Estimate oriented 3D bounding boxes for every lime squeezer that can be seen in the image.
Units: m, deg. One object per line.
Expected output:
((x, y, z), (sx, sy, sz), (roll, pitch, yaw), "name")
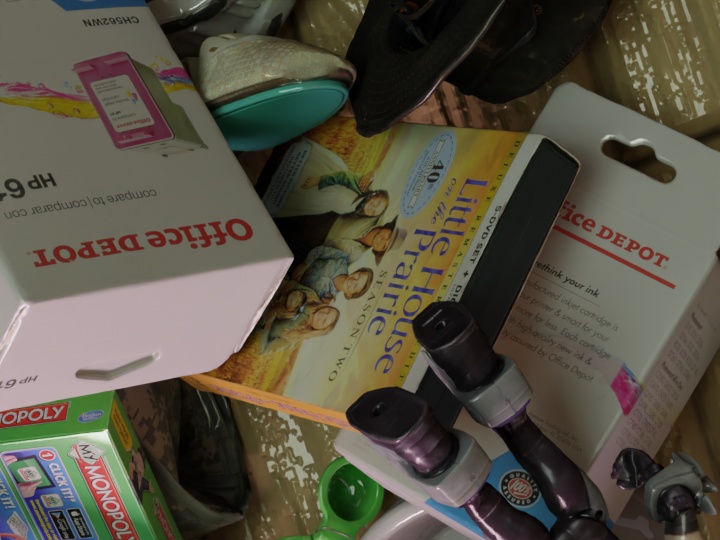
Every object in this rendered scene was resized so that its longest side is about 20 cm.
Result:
((-0.016, 0.115, 1.174), (0.038, 0.071, 0.200), (31, 111, -12), "lime squeezer")

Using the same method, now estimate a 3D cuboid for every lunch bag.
((-0.169, 0.075, 1.209), (0.164, 0.118, 0.200), (-24, 116, 24), "lunch bag")

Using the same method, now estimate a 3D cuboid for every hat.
((0.071, -0.138, 1.078), (0.081, 0.201, 0.201), (25, 110, -17), "hat")

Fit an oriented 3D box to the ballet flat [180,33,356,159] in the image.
((-0.072, -0.082, 1.148), (0.200, 0.067, 0.063), (-29, 65, 51), "ballet flat")

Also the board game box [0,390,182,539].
((-0.156, 0.142, 1.173), (0.134, 0.029, 0.200), (-8, 133, 11), "board game box")

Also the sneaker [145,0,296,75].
((-0.068, -0.159, 1.177), (0.200, 0.074, 0.085), (-30, 61, 27), "sneaker")

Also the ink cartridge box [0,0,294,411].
((-0.142, -0.047, 1.069), (0.200, 0.144, 0.085), (60, 139, 23), "ink cartridge box")

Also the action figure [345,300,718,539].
((0.083, 0.107, 0.974), (0.200, 0.130, 0.069), (50, 161, -18), "action figure")

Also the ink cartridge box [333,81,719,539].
((0.092, 0.029, 1.071), (0.115, 0.068, 0.200), (29, 83, 28), "ink cartridge box")

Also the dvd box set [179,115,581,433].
((0.000, 0.000, 1.085), (0.200, 0.029, 0.147), (11, 71, 55), "dvd box set")

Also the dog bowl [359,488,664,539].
((0.071, 0.185, 1.128), (0.200, 0.059, 0.201), (3, 96, 28), "dog bowl")
